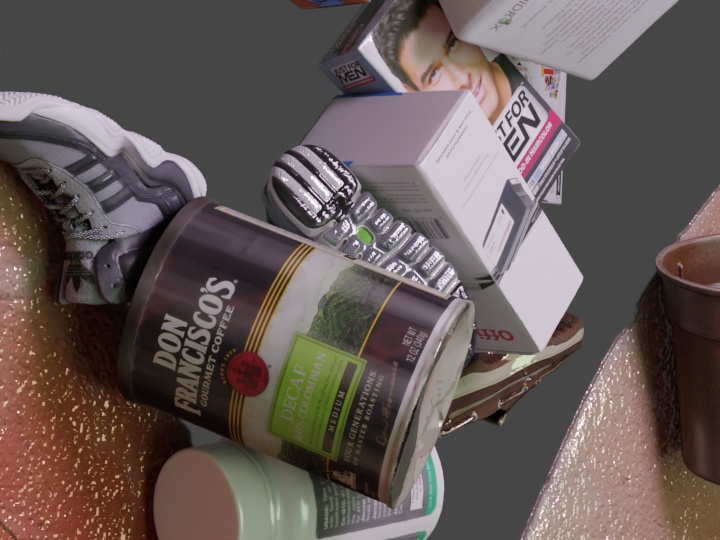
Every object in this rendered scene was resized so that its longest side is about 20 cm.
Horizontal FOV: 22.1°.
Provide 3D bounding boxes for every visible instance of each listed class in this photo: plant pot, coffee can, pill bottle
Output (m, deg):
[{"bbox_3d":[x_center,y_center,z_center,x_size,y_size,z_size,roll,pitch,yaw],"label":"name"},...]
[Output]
[{"bbox_3d":[0.373,0.085,1.702,0.199,0.199,0.200,-20,114,-43],"label":"plant pot"},{"bbox_3d":[-0.041,0.053,1.226,0.146,0.198,0.148,21,90,-78],"label":"coffee can"},{"bbox_3d":[-0.043,0.162,1.323,0.199,0.112,0.114,-4,95,-46],"label":"pill bottle"}]

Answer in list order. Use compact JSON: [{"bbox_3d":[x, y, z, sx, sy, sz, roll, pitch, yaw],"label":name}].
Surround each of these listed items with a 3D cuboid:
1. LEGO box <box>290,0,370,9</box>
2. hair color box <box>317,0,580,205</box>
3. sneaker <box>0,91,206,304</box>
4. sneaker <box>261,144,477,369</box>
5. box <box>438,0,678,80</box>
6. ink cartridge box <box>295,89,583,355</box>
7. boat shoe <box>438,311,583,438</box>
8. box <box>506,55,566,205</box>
[{"bbox_3d":[-0.037,-0.315,1.331,0.148,0.077,0.202,30,71,-42],"label":"LEGO box"},{"bbox_3d":[0.071,-0.129,1.429,0.200,0.060,0.099,45,62,-21],"label":"hair color box"},{"bbox_3d":[-0.184,-0.039,1.194,0.199,0.075,0.115,25,72,-46],"label":"sneaker"},{"bbox_3d":[0.000,0.000,1.348,0.075,0.115,0.200,-40,92,-22],"label":"sneaker"},{"bbox_3d":[0.155,-0.291,1.394,0.170,0.200,0.200,10,49,-45],"label":"box"},{"bbox_3d":[0.057,-0.035,1.393,0.084,0.144,0.201,-55,128,-28],"label":"ink cartridge box"},{"bbox_3d":[0.104,0.088,1.510,0.201,0.074,0.076,-17,118,-38],"label":"boat shoe"},{"bbox_3d":[0.126,-0.158,1.535,0.109,0.035,0.202,2,90,-45],"label":"box"}]
